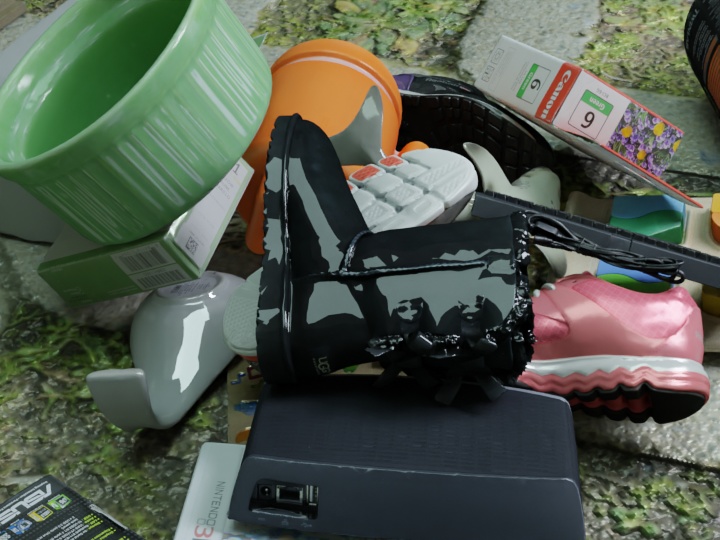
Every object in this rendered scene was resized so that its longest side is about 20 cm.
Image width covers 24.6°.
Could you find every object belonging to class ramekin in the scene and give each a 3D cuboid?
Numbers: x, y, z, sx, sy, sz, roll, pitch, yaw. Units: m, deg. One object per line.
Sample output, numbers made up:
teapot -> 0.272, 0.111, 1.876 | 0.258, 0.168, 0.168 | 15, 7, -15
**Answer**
ramekin -> -0.155, -0.114, 1.132 | 0.199, 0.098, 0.201 | -28, 35, 22

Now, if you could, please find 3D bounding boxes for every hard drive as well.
hard drive -> 0.030, 0.106, 0.951 | 0.198, 0.043, 0.135 | 4, 23, 3

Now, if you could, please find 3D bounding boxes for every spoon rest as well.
spoon rest -> -0.126, 0.054, 1.114 | 0.098, 0.061, 0.200 | -4, 20, 17

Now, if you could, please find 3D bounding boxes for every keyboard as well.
keyboard -> 0.167, -0.018, 1.056 | 0.198, 0.021, 0.127 | 16, 11, 9

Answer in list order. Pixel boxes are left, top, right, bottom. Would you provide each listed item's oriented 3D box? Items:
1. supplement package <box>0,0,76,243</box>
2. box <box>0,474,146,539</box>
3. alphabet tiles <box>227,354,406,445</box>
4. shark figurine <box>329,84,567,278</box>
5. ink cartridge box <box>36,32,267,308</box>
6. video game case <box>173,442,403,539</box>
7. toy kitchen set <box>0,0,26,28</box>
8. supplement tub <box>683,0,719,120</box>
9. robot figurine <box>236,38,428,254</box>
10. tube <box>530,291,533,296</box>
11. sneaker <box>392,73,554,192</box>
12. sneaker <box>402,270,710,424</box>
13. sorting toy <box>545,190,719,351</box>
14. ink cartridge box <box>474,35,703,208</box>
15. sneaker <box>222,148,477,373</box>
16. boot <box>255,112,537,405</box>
supplement package -> -0.223, -0.125, 1.328 | 0.120, 0.121, 0.200 | 10, 37, 22
box -> -0.185, 0.212, 0.889 | 0.192, 0.048, 0.199 | 26, 44, 35
alphabet tiles -> -0.007, 0.075, 1.100 | 0.165, 0.006, 0.201 | -6, 34, -1
shark figurine -> 0.060, -0.035, 1.161 | 0.213, 0.090, 0.129 | 14, 46, -34
ink cartridge box -> -0.138, -0.072, 1.201 | 0.145, 0.048, 0.201 | -13, 41, 41
video game case -> -0.004, 0.155, 0.919 | 0.198, 0.024, 0.182 | 4, 23, 2
toy kitchen set -> -0.466, -0.305, 1.596 | 0.198, 0.164, 0.181 | 12, 37, 26
supplement tub -> 0.331, -0.150, 1.279 | 0.121, 0.123, 0.201 | -6, 34, -1
robot figurine -> -0.030, -0.093, 1.243 | 0.143, 0.117, 0.201 | -10, 42, 25
tube -> 0.116, 0.042, 1.088 | 0.198, 0.052, 0.058 | 9, 17, 20
sneaker -> 0.086, -0.124, 1.326 | 0.199, 0.076, 0.087 | 24, 37, 37
sneaker -> 0.119, 0.043, 1.030 | 0.198, 0.074, 0.088 | 4, 66, 12
sorting toy -> 0.234, -0.006, 1.156 | 0.198, 0.037, 0.186 | 4, 35, 14
ink cartridge box -> 0.177, -0.113, 1.229 | 0.108, 0.051, 0.200 | 27, 6, -28
sneaker -> 0.000, 0.000, 1.094 | 0.199, 0.082, 0.077 | -38, 43, -3
boot -> 0.022, -0.014, 0.998 | 0.161, 0.074, 0.200 | -4, 55, 7
